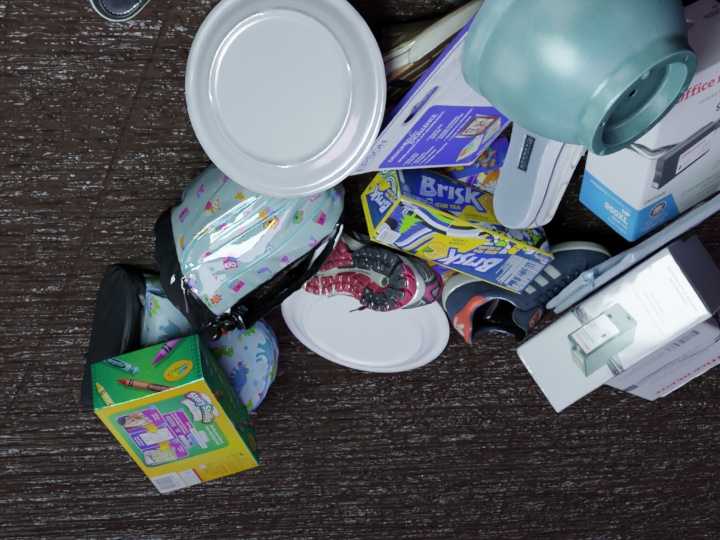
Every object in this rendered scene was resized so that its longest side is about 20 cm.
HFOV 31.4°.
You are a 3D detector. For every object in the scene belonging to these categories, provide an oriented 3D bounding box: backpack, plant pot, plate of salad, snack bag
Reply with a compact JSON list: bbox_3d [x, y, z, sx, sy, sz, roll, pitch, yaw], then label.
[{"bbox_3d":[-0.112,-0.049,1.299,0.199,0.168,0.127,-33,132,13],"label":"backpack"},{"bbox_3d":[0.204,-0.186,1.106,0.199,0.135,0.201,-31,156,-15],"label":"plant pot"},{"bbox_3d":[-0.069,-0.169,1.193,0.197,0.048,0.203,3,100,15],"label":"plate of salad"},{"bbox_3d":[0.007,0.050,1.486,0.197,0.048,0.201,10,141,8],"label":"plate of salad"},{"bbox_3d":[0.300,-0.028,1.332,0.187,0.022,0.200,-30,172,-20],"label":"snack bag"},{"bbox_3d":[-0.191,0.093,1.436,0.198,0.165,0.153,16,175,-41],"label":"backpack"}]

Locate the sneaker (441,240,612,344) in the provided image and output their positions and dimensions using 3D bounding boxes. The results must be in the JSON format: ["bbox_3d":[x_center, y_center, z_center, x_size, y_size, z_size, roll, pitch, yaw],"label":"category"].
[{"bbox_3d":[0.194,0.033,1.422,0.197,0.085,0.075,-17,137,-1],"label":"sneaker"}]

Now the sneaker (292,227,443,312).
[{"bbox_3d":[0.000,0.000,1.357,0.074,0.199,0.082,5,106,-44],"label":"sneaker"}]

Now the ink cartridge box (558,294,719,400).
[{"bbox_3d":[0.352,0.074,1.533,0.145,0.084,0.199,-35,149,25],"label":"ink cartridge box"}]

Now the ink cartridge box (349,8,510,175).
[{"bbox_3d":[0.095,-0.172,1.219,0.199,0.044,0.198,-11,152,-48],"label":"ink cartridge box"}]

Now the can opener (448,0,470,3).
[{"bbox_3d":[0.168,-0.297,1.172,0.197,0.053,0.066,-13,172,5],"label":"can opener"}]

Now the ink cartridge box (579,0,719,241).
[{"bbox_3d":[0.309,-0.150,1.282,0.144,0.084,0.201,-28,143,-24],"label":"ink cartridge box"}]

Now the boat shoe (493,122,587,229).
[{"bbox_3d":[0.206,-0.136,1.308,0.085,0.074,0.204,0,113,-44],"label":"boat shoe"}]

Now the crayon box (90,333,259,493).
[{"bbox_3d":[-0.190,0.154,1.345,0.117,0.059,0.201,-16,143,4],"label":"crayon box"}]

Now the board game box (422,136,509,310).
[{"bbox_3d":[0.117,-0.046,1.422,0.133,0.045,0.201,-15,137,5],"label":"board game box"}]

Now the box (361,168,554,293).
[{"bbox_3d":[0.101,-0.046,1.333,0.198,0.071,0.064,20,128,-28],"label":"box"}]

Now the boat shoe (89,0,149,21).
[{"bbox_3d":[-0.179,-0.287,1.098,0.074,0.063,0.200,19,131,-30],"label":"boat shoe"}]

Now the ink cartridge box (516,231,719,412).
[{"bbox_3d":[0.282,0.053,1.365,0.199,0.085,0.146,-37,173,26],"label":"ink cartridge box"}]

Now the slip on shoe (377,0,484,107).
[{"bbox_3d":[0.043,-0.210,1.219,0.199,0.061,0.076,-33,164,25],"label":"slip on shoe"}]
